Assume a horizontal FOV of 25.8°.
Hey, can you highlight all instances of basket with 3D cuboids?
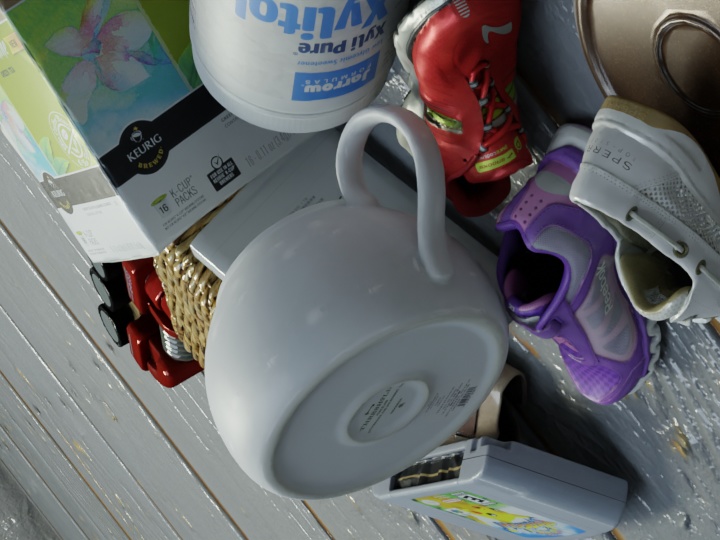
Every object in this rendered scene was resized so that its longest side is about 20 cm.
[{"bbox_3d":[-0.058,0.020,1.187,0.149,0.142,0.201,48,163,23],"label":"basket"}]

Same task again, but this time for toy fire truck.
[{"bbox_3d":[-0.146,0.047,1.450,0.201,0.128,0.177,51,158,26],"label":"toy fire truck"}]

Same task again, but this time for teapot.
[{"bbox_3d":[-0.015,0.026,0.938,0.147,0.199,0.198,58,179,31],"label":"teapot"}]

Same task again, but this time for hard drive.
[{"bbox_3d":[0.000,0.000,1.064,0.199,0.132,0.027,39,164,19],"label":"hard drive"}]

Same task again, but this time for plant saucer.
[{"bbox_3d":[0.171,-0.104,0.755,0.200,0.032,0.201,39,152,25],"label":"plant saucer"}]

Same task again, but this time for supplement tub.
[{"bbox_3d":[-0.030,-0.184,0.881,0.132,0.132,0.201,44,155,17],"label":"supplement tub"}]

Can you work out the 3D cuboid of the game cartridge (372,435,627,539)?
[{"bbox_3d":[0.104,0.165,1.157,0.132,0.041,0.200,16,163,-18],"label":"game cartridge"}]

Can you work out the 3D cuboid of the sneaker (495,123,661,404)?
[{"bbox_3d":[0.122,0.013,0.933,0.080,0.088,0.202,29,149,38],"label":"sneaker"}]

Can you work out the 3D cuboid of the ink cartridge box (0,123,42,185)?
[{"bbox_3d":[-0.205,-0.159,1.207,0.201,0.144,0.147,52,156,-2],"label":"ink cartridge box"}]

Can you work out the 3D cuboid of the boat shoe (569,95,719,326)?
[{"bbox_3d":[0.160,-0.006,0.801,0.071,0.070,0.200,25,166,49],"label":"boat shoe"}]

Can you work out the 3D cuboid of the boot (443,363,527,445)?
[{"bbox_3d":[0.054,0.059,1.157,0.145,0.070,0.201,23,144,37],"label":"boot"}]

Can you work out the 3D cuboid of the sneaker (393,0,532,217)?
[{"bbox_3d":[0.069,-0.095,0.883,0.085,0.076,0.200,60,171,22],"label":"sneaker"}]

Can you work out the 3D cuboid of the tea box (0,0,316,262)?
[{"bbox_3d":[-0.132,-0.143,1.032,0.198,0.200,0.133,57,156,-14],"label":"tea box"}]
